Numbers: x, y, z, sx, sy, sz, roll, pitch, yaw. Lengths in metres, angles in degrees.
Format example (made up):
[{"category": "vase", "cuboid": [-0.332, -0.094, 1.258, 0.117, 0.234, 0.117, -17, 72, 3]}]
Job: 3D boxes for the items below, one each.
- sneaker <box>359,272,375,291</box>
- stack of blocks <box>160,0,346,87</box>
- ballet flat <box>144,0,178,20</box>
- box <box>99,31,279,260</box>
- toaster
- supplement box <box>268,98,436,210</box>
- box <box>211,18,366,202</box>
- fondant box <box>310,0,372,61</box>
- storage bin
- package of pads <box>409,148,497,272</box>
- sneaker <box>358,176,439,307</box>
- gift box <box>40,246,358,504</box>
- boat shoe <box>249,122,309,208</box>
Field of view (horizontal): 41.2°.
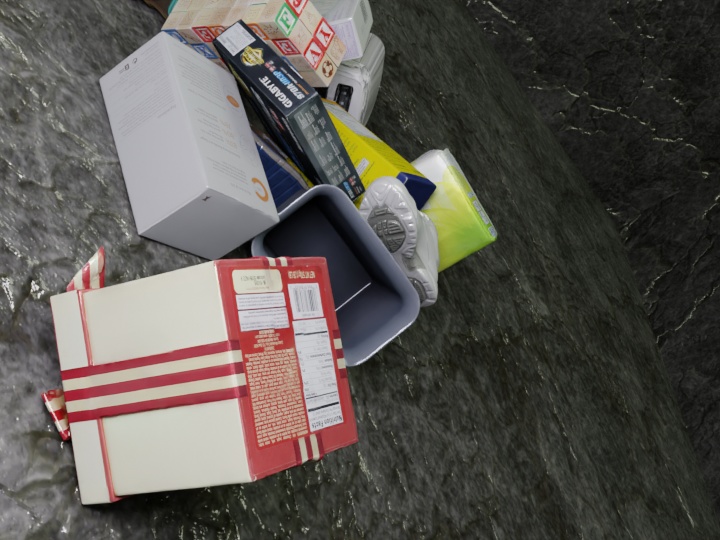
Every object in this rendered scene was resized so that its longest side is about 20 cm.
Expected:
[{"category": "sneaker", "cuboid": [0.000, 0.000, 1.257, 0.200, 0.087, 0.074, 61, 14, -2]}, {"category": "stack of blocks", "cuboid": [-0.131, -0.281, 1.162, 0.115, 0.200, 0.059, 45, 63, -45]}, {"category": "ballet flat", "cuboid": [-0.252, -0.360, 1.212, 0.072, 0.068, 0.200, 50, 19, 30]}, {"category": "box", "cuboid": [-0.182, -0.129, 1.018, 0.124, 0.097, 0.200, 23, 42, -57]}, {"category": "toaster", "cuboid": [-0.038, -0.257, 1.413, 0.113, 0.200, 0.129, 18, 33, 1]}, {"category": "supplement box", "cuboid": [-0.019, -0.133, 1.269, 0.200, 0.110, 0.109, 42, 16, 20]}, {"category": "box", "cuboid": [-0.079, -0.176, 1.110, 0.159, 0.046, 0.200, 48, -6, 31]}, {"category": "fondant box", "cuboid": [-0.091, -0.321, 1.304, 0.144, 0.200, 0.058, -79, 155, -57]}, {"category": "storage bin", "cuboid": [-0.047, 0.001, 1.132, 0.200, 0.145, 0.134, 53, -4, -18]}, {"category": "package of pads", "cuboid": [0.072, -0.064, 1.350, 0.155, 0.200, 0.068, 60, 16, -1]}, {"category": "sneaker", "cuboid": [0.052, -0.050, 1.185, 0.200, 0.078, 0.099, 70, 29, -44]}, {"category": "gift box", "cuboid": [-0.128, 0.070, 0.770, 0.184, 0.186, 0.200, 7, 72, -61]}, {"category": "boat shoe", "cuboid": [-0.121, -0.133, 1.191, 0.200, 0.072, 0.072, 51, 15, -32]}]
